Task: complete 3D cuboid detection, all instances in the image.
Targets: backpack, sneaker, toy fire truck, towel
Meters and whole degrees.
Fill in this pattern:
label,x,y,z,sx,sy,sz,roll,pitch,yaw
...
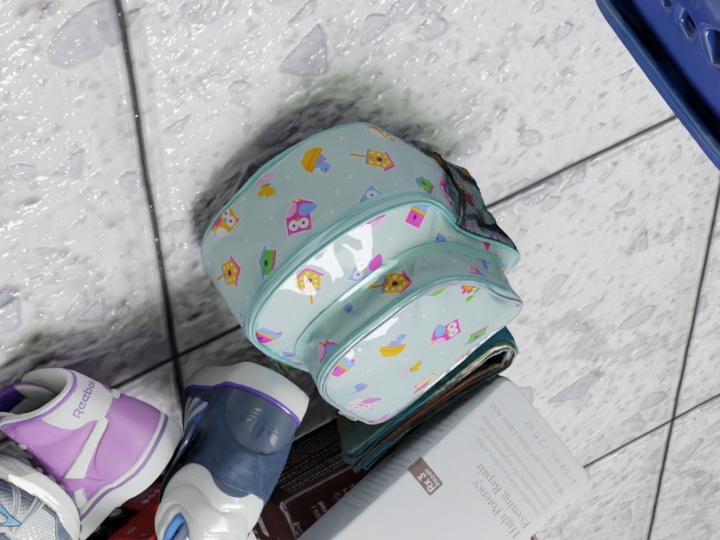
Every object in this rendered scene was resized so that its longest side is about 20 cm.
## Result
label,x,y,z,sx,sy,sz,roll,pitch,yaw
backpack,0.000,0.000,1.370,0.176,0.154,0.200,-38,143,15
sneaker,-0.261,0.157,1.353,0.200,0.077,0.087,50,50,-45
toy fire truck,-0.131,0.205,1.473,0.200,0.140,0.049,-37,124,-50
sneaker,-0.210,0.121,1.420,0.114,0.073,0.200,30,143,-14
towel,0.043,0.076,1.515,0.146,0.022,0.200,-36,-169,2
sneaker,-0.108,0.146,1.424,0.147,0.080,0.200,-62,-170,-17

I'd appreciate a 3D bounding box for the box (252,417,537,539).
label,x,y,z,sx,sy,sz,roll,pitch,yaw
box,0.021,0.201,1.564,0.164,0.167,0.200,-28,-173,-13

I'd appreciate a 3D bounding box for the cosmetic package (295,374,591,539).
label,x,y,z,sx,sy,sz,roll,pitch,yaw
cosmetic package,0.051,0.173,1.432,0.200,0.102,0.074,-43,-170,-12

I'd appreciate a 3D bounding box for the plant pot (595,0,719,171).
label,x,y,z,sx,sy,sz,roll,pitch,yaw
plant pot,0.281,-0.186,1.351,0.199,0.200,0.180,-20,152,-25
